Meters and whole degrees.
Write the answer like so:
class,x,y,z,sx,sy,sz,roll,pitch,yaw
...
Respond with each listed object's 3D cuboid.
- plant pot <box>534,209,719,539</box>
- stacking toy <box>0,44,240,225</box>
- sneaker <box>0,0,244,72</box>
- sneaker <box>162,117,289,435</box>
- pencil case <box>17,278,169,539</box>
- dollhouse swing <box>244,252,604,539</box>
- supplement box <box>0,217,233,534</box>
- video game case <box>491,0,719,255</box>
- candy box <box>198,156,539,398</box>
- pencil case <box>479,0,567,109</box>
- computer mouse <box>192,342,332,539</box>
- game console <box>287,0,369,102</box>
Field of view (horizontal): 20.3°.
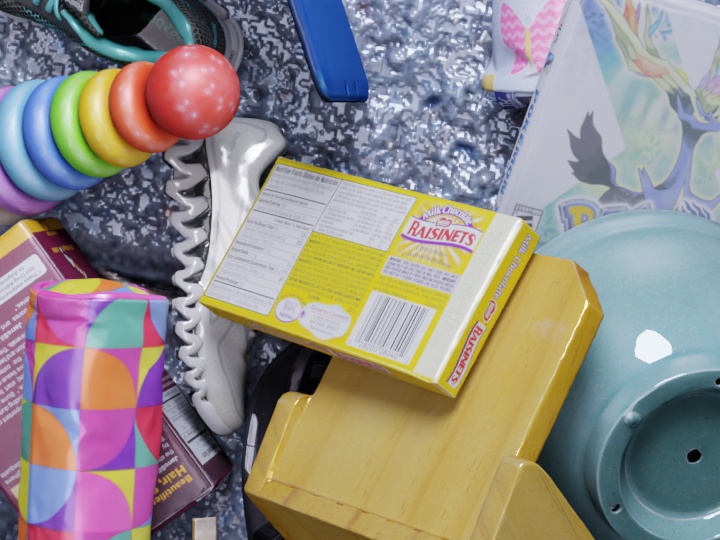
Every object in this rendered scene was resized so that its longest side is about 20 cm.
class,x,y,z,sx,sy,sz,roll,pitch,yaw
plant pot,0.174,0.082,1.144,0.200,0.134,0.200,-4,113,-9
stacking toy,-0.152,-0.086,1.188,0.200,0.085,0.085,-12,93,35
sneaker,-0.167,-0.170,1.218,0.200,0.091,0.078,23,96,4
sneaker,-0.077,0.002,1.235,0.081,0.075,0.200,-2,95,-2
pencil case,-0.155,0.104,1.158,0.088,0.088,0.200,5,97,6
dollhouse swing,0.070,0.108,1.120,0.176,0.200,0.182,-51,125,-22
supplement box,-0.183,0.078,1.241,0.110,0.086,0.200,-36,90,7
video game case,0.189,-0.064,1.171,0.200,0.022,0.182,13,109,-15
candy box,0.000,0.000,1.125,0.200,0.026,0.102,17,72,45
pencil case,0.114,-0.196,1.191,0.083,0.091,0.200,-3,97,-33
computer mouse,-0.065,0.129,1.215,0.046,0.140,0.200,13,99,30
game console,-0.075,-0.172,1.153,0.171,0.200,0.118,14,95,5
